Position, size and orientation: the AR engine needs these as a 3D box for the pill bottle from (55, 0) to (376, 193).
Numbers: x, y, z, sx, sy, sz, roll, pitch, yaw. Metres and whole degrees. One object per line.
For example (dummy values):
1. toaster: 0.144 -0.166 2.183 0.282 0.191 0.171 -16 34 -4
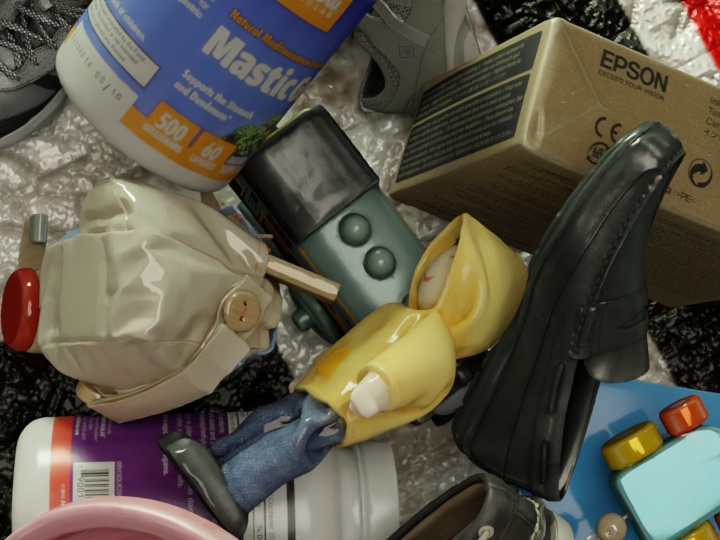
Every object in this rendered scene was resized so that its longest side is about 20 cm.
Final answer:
1. pill bottle: -0.052 -0.147 0.810 0.112 0.112 0.200 41 107 0

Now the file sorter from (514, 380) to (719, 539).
1. file sorter: 0.137 0.166 0.892 0.137 0.123 0.202 9 80 -5

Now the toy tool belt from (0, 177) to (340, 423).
1. toy tool belt: -0.103 0.019 0.867 0.122 0.200 0.126 6 80 -29

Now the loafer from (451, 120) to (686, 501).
1. loafer: 0.110 0.023 0.775 0.070 0.068 0.202 34 122 18

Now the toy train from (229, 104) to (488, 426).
1. toy train: 0.000 0.000 0.903 0.085 0.114 0.201 -36 87 -10

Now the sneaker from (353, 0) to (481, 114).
1. sneaker: 0.017 -0.160 0.902 0.081 0.201 0.075 -14 40 2

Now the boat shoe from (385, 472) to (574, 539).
1. boat shoe: 0.012 0.166 0.808 0.199 0.074 0.060 -36 119 28

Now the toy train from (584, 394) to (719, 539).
1. toy train: 0.159 0.165 0.808 0.149 0.056 0.201 22 83 -4

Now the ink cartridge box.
1. ink cartridge box: 0.139 -0.050 0.879 0.199 0.165 0.076 20 78 -20

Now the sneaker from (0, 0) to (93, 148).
1. sneaker: -0.171 -0.145 0.902 0.200 0.114 0.076 -41 88 -11

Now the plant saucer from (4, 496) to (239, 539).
1. plant saucer: -0.097 0.199 0.777 0.199 0.051 0.202 5 104 20

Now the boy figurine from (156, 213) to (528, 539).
1. boy figurine: 0.000 0.049 0.793 0.199 0.124 0.065 -38 98 -8

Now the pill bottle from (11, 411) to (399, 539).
1. pill bottle: -0.082 0.132 0.875 0.198 0.112 0.114 -1 82 -8
